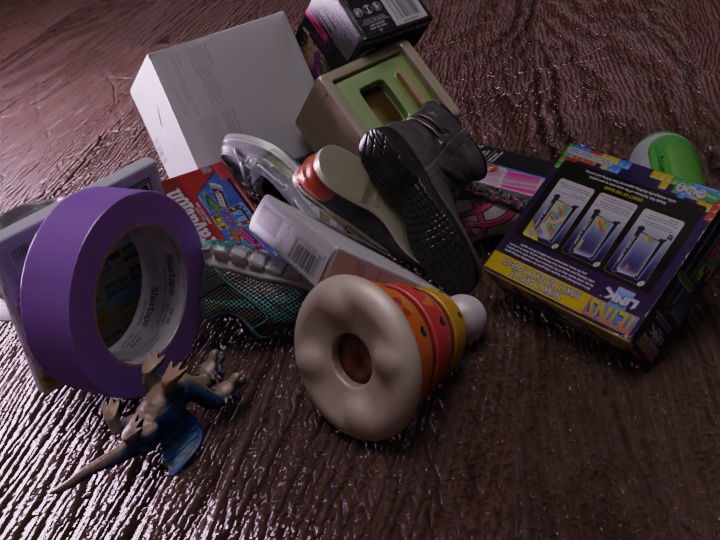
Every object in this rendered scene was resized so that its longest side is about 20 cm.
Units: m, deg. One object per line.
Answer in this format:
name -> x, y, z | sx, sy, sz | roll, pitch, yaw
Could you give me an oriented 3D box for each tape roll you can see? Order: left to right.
tape roll -> -0.237, 0.021, 0.945 | 0.065, 0.203, 0.200 | 6, 34, 27

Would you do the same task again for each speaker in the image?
speaker -> 0.336, -0.078, 1.041 | 0.087, 0.090, 0.201 | -3, 30, 14

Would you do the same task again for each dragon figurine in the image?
dragon figurine -> -0.179, 0.143, 0.859 | 0.058, 0.100, 0.201 | 15, 58, 35

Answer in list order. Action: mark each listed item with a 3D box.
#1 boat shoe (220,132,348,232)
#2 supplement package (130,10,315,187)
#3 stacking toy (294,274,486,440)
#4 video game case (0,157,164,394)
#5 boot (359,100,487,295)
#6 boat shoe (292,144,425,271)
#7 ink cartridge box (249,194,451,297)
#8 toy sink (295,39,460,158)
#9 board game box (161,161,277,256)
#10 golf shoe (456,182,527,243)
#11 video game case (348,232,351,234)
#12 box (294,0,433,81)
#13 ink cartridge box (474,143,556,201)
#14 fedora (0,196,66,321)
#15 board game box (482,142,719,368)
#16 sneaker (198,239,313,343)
boat shoe -> -0.095, -0.097, 1.150 | 0.201, 0.075, 0.065 | 34, 74, 14
supplement package -> -0.170, -0.207, 1.285 | 0.198, 0.194, 0.147 | -25, 2, -24
stacking toy -> 0.049, 0.058, 0.890 | 0.145, 0.148, 0.199 | 16, 23, 38
video game case -> -0.277, 0.004, 1.005 | 0.023, 0.184, 0.199 | 20, 41, 37
boot -> 0.097, -0.084, 1.011 | 0.131, 0.202, 0.070 | -28, -1, -42
boat shoe -> 0.017, -0.058, 1.026 | 0.062, 0.199, 0.072 | -30, 33, 49
ink cartridge box -> 0.000, 0.000, 0.989 | 0.160, 0.199, 0.048 | 36, 98, 52
toy sink -> 0.041, -0.202, 1.219 | 0.199, 0.112, 0.131 | -29, 78, -31
board game box -> -0.164, -0.050, 1.106 | 0.102, 0.020, 0.200 | -22, 50, -22
golf shoe -> 0.109, -0.059, 1.101 | 0.197, 0.094, 0.073 | 9, 14, -9
video game case -> 0.009, -0.089, 1.229 | 0.197, 0.026, 0.181 | 1, 32, 20
box -> -0.010, -0.302, 1.280 | 0.121, 0.200, 0.107 | -25, 77, -30
ink cartridge box -> 0.164, -0.116, 1.191 | 0.198, 0.038, 0.095 | 16, 37, 29
fedora -> -0.400, -0.030, 1.198 | 0.174, 0.091, 0.201 | -6, 30, 9
board game box -> 0.241, -0.022, 0.931 | 0.166, 0.057, 0.199 | -54, 41, -4
sneaker -> -0.079, 0.036, 1.003 | 0.197, 0.093, 0.078 | 18, 8, 4
